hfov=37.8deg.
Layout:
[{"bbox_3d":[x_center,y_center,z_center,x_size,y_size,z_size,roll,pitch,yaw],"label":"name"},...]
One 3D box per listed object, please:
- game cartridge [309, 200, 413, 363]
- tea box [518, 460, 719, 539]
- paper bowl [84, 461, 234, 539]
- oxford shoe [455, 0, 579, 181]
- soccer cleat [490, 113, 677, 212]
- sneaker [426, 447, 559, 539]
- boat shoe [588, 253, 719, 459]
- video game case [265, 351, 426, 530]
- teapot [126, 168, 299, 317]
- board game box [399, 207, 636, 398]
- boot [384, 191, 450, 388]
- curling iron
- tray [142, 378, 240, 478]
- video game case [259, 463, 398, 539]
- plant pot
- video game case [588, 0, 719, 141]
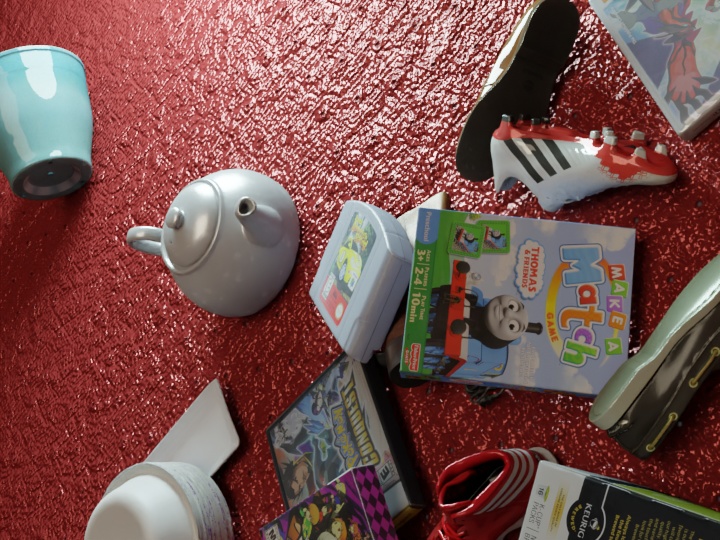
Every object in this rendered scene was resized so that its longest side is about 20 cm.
[{"bbox_3d":[0.000,0.000,1.126,0.135,0.040,0.200,-63,22,10],"label":"game cartridge"},{"bbox_3d":[0.216,0.271,0.779,0.195,0.132,0.204,13,84,48],"label":"tea box"},{"bbox_3d":[-0.251,0.331,1.245,0.198,0.104,0.205,-7,78,37],"label":"paper bowl"},{"bbox_3d":[0.157,-0.184,1.079,0.202,0.071,0.071,-60,15,11],"label":"oxford shoe"},{"bbox_3d":[0.205,-0.093,0.986,0.198,0.068,0.087,19,113,40],"label":"soccer cleat"},{"bbox_3d":[0.082,0.227,0.948,0.201,0.115,0.079,-54,45,16],"label":"sneaker"},{"bbox_3d":[0.272,0.063,0.857,0.202,0.060,0.072,-51,1,8],"label":"boat shoe"},{"bbox_3d":[-0.023,0.208,1.120,0.181,0.025,0.202,-47,47,31],"label":"video game case"},{"bbox_3d":[-0.183,-0.044,1.306,0.201,0.145,0.198,-53,44,18],"label":"teapot"},{"bbox_3d":[0.141,0.029,0.939,0.196,0.037,0.154,6,76,6],"label":"board game box"},{"bbox_3d":[0.098,0.000,1.071,0.188,0.068,0.202,-38,36,31],"label":"boot"},{"bbox_3d":[0.070,0.101,1.075,0.198,0.025,0.050,6,77,47],"label":"curling iron"},{"bbox_3d":[-0.217,0.242,1.324,0.200,0.022,0.108,-49,45,22],"label":"tray"},{"bbox_3d":[-0.017,0.319,1.030,0.181,0.035,0.203,-39,61,42],"label":"video game case"},{"bbox_3d":[-0.521,-0.227,1.708,0.199,0.198,0.191,-34,68,32],"label":"plant pot"},{"bbox_3d":[0.317,-0.248,0.953,0.182,0.023,0.202,-43,49,27],"label":"video game case"}]
